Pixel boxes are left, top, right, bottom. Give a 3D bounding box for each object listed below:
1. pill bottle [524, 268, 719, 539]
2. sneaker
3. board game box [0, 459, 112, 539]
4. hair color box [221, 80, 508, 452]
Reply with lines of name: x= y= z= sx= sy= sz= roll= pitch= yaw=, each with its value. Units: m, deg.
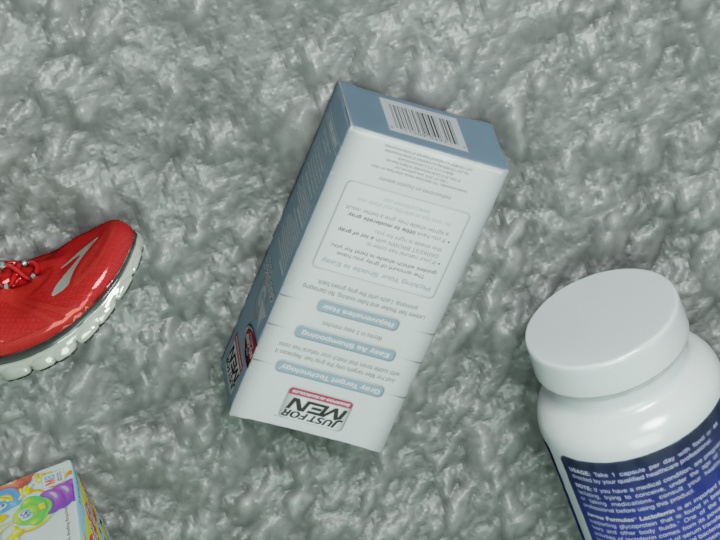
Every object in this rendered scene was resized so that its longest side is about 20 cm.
pill bottle: x=0.171 y=0.104 z=1.760 sx=0.116 sy=0.116 sz=0.200 roll=-21 pitch=122 yaw=4
sneaker: x=-0.218 y=0.019 z=1.673 sx=0.200 sy=0.077 sz=0.085 roll=-28 pitch=116 yaw=8
board game box: x=-0.179 y=0.234 z=1.789 sx=0.103 sy=0.105 sz=0.200 roll=-22 pitch=123 yaw=4
hair color box: x=0.000 y=0.000 z=1.703 sx=0.099 sy=0.061 sz=0.200 roll=15 pitch=117 yaw=-17
